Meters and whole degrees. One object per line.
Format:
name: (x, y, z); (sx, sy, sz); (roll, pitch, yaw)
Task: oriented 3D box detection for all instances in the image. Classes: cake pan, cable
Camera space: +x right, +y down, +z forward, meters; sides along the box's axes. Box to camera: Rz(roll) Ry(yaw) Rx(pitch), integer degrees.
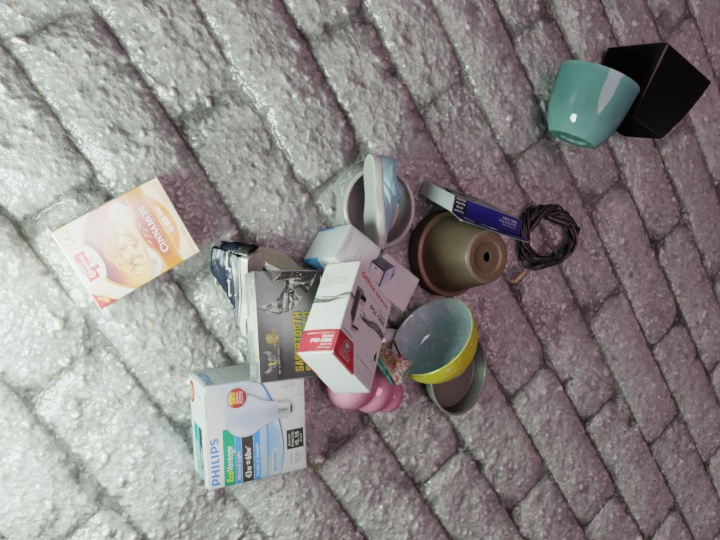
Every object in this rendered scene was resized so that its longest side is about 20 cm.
cake pan: (0.224, 0.239, 1.410); (0.199, 0.037, 0.203); (-3, 94, -39)
cable: (0.484, -0.091, 1.536); (0.198, 0.051, 0.165); (-13, 95, -23)

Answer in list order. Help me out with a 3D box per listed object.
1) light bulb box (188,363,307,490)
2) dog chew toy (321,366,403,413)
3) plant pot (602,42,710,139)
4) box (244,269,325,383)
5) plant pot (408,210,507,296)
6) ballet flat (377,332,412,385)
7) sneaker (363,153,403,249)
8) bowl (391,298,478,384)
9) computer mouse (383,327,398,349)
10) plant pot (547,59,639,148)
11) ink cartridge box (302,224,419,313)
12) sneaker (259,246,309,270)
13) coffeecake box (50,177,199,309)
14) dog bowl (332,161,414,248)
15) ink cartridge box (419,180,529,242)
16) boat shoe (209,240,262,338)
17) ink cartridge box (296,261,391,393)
light bulb box: (-0.220, 0.292, 1.164); (0.198, 0.124, 0.201); (-5, 96, -28)
dog chew toy: (0.014, 0.251, 1.285); (0.199, 0.124, 0.126); (29, 81, -34)
plant pot: (0.740, -0.457, 1.559); (0.198, 0.200, 0.179); (23, 94, -26)
box: (-0.132, 0.101, 1.116); (0.157, 0.048, 0.203); (1, 82, -35)
plant pot: (0.234, -0.037, 1.340); (0.198, 0.174, 0.203); (-2, 94, -27)
ballet flat: (0.040, 0.159, 1.254); (0.064, 0.200, 0.076); (-37, 144, -7)
sneaker: (0.055, -0.139, 1.233); (0.081, 0.074, 0.203); (-2, 96, -23)
bowl: (0.176, 0.171, 1.279); (0.201, 0.199, 0.108); (-50, 123, -15)
computer mouse: (0.083, 0.173, 1.351); (0.198, 0.044, 0.111); (16, 88, -27)
plant pot: (0.555, -0.398, 1.468); (0.199, 0.200, 0.163); (18, 100, -26)
ink cartridge box: (0.000, 0.000, 1.238); (0.199, 0.146, 0.087); (36, 72, -25)
sneaker: (-0.150, 0.027, 1.214); (0.199, 0.075, 0.085); (29, 116, -11)
coffeecake box: (-0.419, -0.051, 1.067); (0.199, 0.073, 0.155); (-34, 109, -20)
dog bowl: (0.031, -0.137, 1.295); (0.198, 0.058, 0.203); (-2, 95, -27)
ink cartridge box: (0.258, -0.135, 1.330); (0.198, 0.200, 0.041); (15, 107, -27)
boat shoe: (-0.243, 0.033, 1.171); (0.075, 0.092, 0.202); (-40, 141, -57)
ink cartridge box: (-0.024, 0.105, 1.112); (0.147, 0.082, 0.202); (53, 41, -41)
